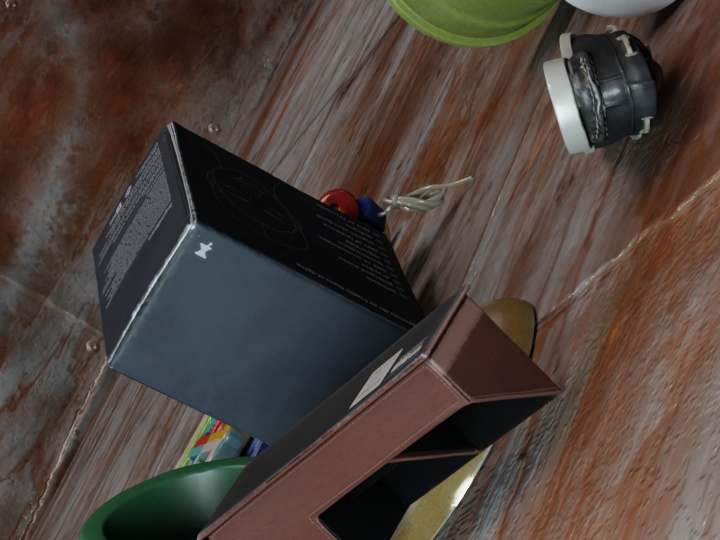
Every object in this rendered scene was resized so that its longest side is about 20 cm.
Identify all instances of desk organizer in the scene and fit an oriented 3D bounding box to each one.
[{"bbox_3d":[0.009,0.103,1.032,0.200,0.077,0.072,-41,8,36],"label":"desk organizer"}]

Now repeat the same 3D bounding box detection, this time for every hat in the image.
[{"bbox_3d":[-0.092,0.234,1.292,0.200,0.164,0.178,-149,46,-70],"label":"hat"}]

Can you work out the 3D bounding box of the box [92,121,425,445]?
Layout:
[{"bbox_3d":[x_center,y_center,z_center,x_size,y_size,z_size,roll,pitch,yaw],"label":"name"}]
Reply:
[{"bbox_3d":[-0.072,0.019,1.355,0.124,0.199,0.197,-57,21,13],"label":"box"}]

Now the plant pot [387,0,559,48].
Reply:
[{"bbox_3d":[0.124,-0.279,1.460,0.201,0.200,0.184,-61,21,-13],"label":"plant pot"}]

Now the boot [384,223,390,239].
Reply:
[{"bbox_3d":[-0.049,0.025,1.741,0.201,0.071,0.144,-42,-9,2],"label":"boot"}]

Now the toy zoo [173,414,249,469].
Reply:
[{"bbox_3d":[-0.121,0.148,1.593,0.132,0.020,0.200,-61,9,-16],"label":"toy zoo"}]

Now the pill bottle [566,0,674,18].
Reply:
[{"bbox_3d":[0.182,-0.265,1.273,0.112,0.111,0.201,-50,13,42],"label":"pill bottle"}]

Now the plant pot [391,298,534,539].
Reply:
[{"bbox_3d":[0.039,0.099,1.163,0.201,0.027,0.200,-57,10,16],"label":"plant pot"}]

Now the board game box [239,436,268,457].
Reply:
[{"bbox_3d":[-0.087,0.153,1.598,0.201,0.043,0.199,-64,10,-30],"label":"board game box"}]

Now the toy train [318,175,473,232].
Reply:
[{"bbox_3d":[0.000,0.000,1.509,0.085,0.198,0.117,36,-136,-69],"label":"toy train"}]

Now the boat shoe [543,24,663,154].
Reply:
[{"bbox_3d":[0.148,-0.110,1.133,0.060,0.075,0.200,-15,3,12],"label":"boat shoe"}]
